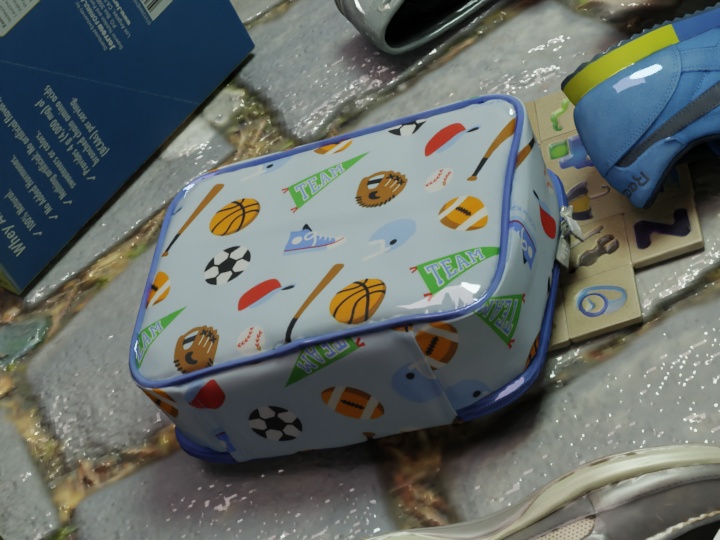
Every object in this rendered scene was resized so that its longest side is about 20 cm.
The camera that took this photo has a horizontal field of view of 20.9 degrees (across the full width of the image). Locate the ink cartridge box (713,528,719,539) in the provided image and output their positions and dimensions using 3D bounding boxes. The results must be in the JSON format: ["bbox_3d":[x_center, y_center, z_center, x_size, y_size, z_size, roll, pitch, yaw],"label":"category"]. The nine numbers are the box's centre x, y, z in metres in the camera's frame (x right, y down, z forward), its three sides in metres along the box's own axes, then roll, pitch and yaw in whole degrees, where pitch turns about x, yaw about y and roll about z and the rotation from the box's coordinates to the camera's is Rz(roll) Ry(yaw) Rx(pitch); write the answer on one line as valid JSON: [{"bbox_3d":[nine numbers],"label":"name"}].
[{"bbox_3d":[0.173,0.171,0.580,0.199,0.083,0.147,17,58,36],"label":"ink cartridge box"}]

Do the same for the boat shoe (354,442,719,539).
[{"bbox_3d":[0.070,0.125,0.717,0.199,0.075,0.074,-19,57,4],"label":"boat shoe"}]

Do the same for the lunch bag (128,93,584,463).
[{"bbox_3d":[0.000,0.000,0.874,0.199,0.076,0.161,-12,41,23],"label":"lunch bag"}]

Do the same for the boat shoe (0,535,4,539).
[{"bbox_3d":[-0.183,0.148,0.843,0.064,0.071,0.200,-34,42,-3],"label":"boat shoe"}]

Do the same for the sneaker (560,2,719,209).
[{"bbox_3d":[0.190,-0.091,0.882,0.199,0.066,0.079,-26,78,-12],"label":"sneaker"}]

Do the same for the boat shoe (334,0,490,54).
[{"bbox_3d":[0.081,-0.181,1.033,0.200,0.070,0.072,-34,50,2],"label":"boat shoe"}]

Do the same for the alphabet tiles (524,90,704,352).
[{"bbox_3d":[0.059,-0.016,0.915,0.199,0.006,0.167,-18,42,14],"label":"alphabet tiles"}]

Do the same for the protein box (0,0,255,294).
[{"bbox_3d":[-0.201,-0.138,1.049,0.135,0.199,0.200,21,61,43],"label":"protein box"}]
